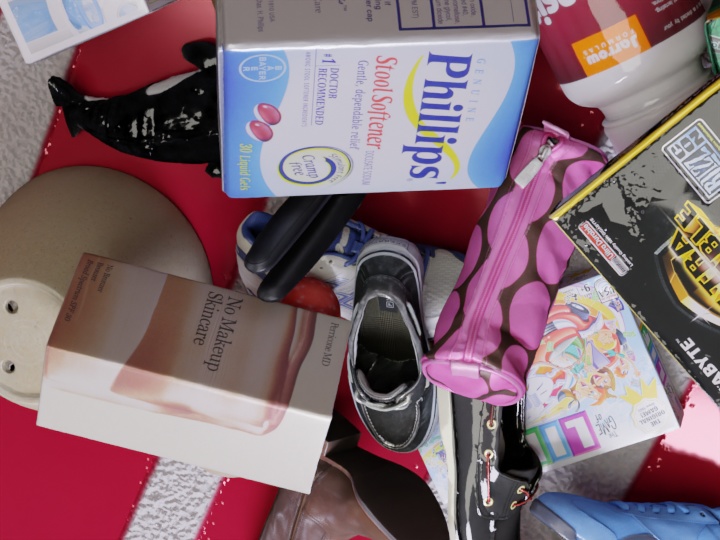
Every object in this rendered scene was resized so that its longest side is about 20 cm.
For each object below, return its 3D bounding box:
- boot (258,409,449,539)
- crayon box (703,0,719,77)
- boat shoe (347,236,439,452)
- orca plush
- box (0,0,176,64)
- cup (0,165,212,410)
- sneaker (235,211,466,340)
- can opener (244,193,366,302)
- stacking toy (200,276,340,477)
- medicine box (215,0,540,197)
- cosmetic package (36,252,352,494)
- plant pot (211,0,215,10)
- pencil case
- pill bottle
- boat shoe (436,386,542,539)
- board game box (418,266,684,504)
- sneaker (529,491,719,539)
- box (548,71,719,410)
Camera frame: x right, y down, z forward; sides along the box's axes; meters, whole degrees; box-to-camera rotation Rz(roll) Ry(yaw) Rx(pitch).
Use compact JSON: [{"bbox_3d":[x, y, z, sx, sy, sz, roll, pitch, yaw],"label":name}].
[{"bbox_3d":[-0.017,0.232,1.418,0.186,0.064,0.200,46,128,42],"label":"boot"},{"bbox_3d":[0.336,-0.172,1.207,0.200,0.119,0.058,-12,104,18],"label":"crayon box"},{"bbox_3d":[0.017,0.070,1.332,0.072,0.071,0.200,3,130,14],"label":"boat shoe"},{"bbox_3d":[-0.147,-0.121,1.379,0.200,0.071,0.105,13,110,11],"label":"orca plush"},{"bbox_3d":[-0.223,-0.270,1.335,0.112,0.101,0.200,-20,101,20],"label":"box"},{"bbox_3d":[-0.233,0.032,1.414,0.200,0.143,0.200,5,108,14],"label":"cup"},{"bbox_3d":[0.000,0.000,1.360,0.200,0.075,0.088,4,149,13],"label":"sneaker"},{"bbox_3d":[-0.027,-0.052,1.313,0.079,0.200,0.063,-5,133,35],"label":"can opener"},{"bbox_3d":[-0.071,0.076,1.379,0.085,0.085,0.200,38,136,1],"label":"stacking toy"},{"bbox_3d":[0.004,-0.140,1.206,0.200,0.103,0.182,-2,151,-5],"label":"medicine box"},{"bbox_3d":[-0.115,0.071,1.273,0.200,0.103,0.087,14,133,-3],"label":"cosmetic package"},{"bbox_3d":[-0.024,-0.252,1.263,0.186,0.186,0.200,35,128,2],"label":"plant pot"},{"bbox_3d":[0.108,-0.006,1.292,0.091,0.094,0.200,19,80,3],"label":"pencil case"},{"bbox_3d":[0.171,-0.187,1.250,0.113,0.113,0.200,-26,99,21],"label":"pill bottle"},{"bbox_3d":[0.101,0.155,1.363,0.063,0.074,0.201,-1,103,24],"label":"boat shoe"},{"bbox_3d":[0.129,0.087,1.392,0.200,0.034,0.134,-21,101,20],"label":"board game box"},{"bbox_3d":[0.223,0.196,1.372,0.200,0.066,0.078,25,94,-14],"label":"sneaker"},{"bbox_3d":[0.250,-0.014,1.193,0.160,0.049,0.200,-40,94,21],"label":"box"}]
